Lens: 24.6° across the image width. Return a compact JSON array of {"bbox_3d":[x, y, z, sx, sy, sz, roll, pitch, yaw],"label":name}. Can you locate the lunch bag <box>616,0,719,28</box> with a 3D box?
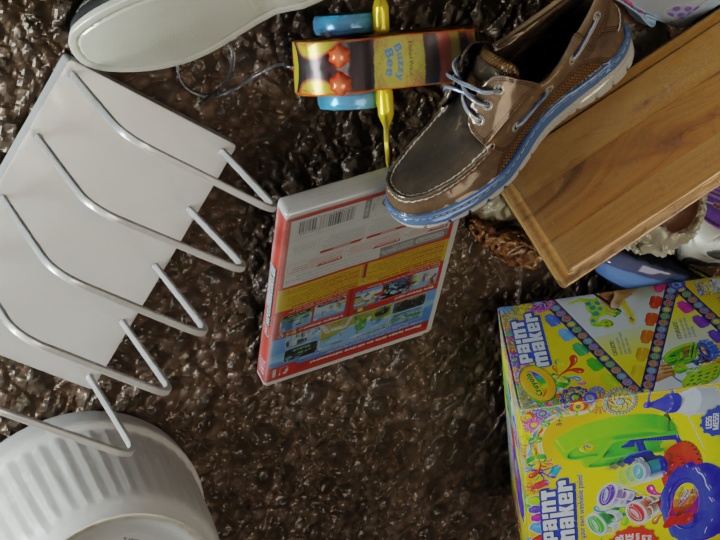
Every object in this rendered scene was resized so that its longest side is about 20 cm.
[{"bbox_3d":[0.199,-0.269,1.052,0.169,0.127,0.201,26,101,-32],"label":"lunch bag"}]

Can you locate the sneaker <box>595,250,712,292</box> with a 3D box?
[{"bbox_3d":[0.253,0.035,1.347,0.199,0.074,0.083,27,103,-35],"label":"sneaker"}]

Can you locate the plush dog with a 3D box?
[{"bbox_3d":[0.138,-0.098,1.193,0.170,0.160,0.202,-13,93,-6],"label":"plush dog"}]

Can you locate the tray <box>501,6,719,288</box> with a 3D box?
[{"bbox_3d":[0.192,-0.085,1.101,0.199,0.037,0.099,-33,92,2],"label":"tray"}]

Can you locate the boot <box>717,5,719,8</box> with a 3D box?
[{"bbox_3d":[0.314,-0.235,1.233,0.200,0.076,0.169,35,91,-43],"label":"boot"}]

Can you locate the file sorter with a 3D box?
[{"bbox_3d":[-0.164,-0.005,1.060,0.138,0.124,0.201,25,101,-37],"label":"file sorter"}]

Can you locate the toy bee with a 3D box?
[{"bbox_3d":[-0.003,-0.127,1.072,0.199,0.109,0.132,-28,107,-12],"label":"toy bee"}]

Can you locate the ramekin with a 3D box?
[{"bbox_3d":[-0.191,0.212,1.171,0.198,0.105,0.202,-13,120,-22],"label":"ramekin"}]

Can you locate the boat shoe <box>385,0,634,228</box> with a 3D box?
[{"bbox_3d":[0.086,-0.113,1.063,0.200,0.072,0.073,-43,139,-9],"label":"boat shoe"}]

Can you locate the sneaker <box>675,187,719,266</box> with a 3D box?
[{"bbox_3d":[0.335,-0.043,1.350,0.199,0.080,0.085,7,80,-43],"label":"sneaker"}]

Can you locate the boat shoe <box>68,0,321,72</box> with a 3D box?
[{"bbox_3d":[-0.093,-0.187,1.040,0.198,0.061,0.074,-23,149,6],"label":"boat shoe"}]

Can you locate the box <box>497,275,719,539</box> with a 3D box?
[{"bbox_3d":[0.213,0.129,1.294,0.190,0.123,0.202,-8,128,1],"label":"box"}]

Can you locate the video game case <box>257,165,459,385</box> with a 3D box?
[{"bbox_3d":[0.000,0.000,1.170,0.142,0.018,0.201,-17,147,-21],"label":"video game case"}]
